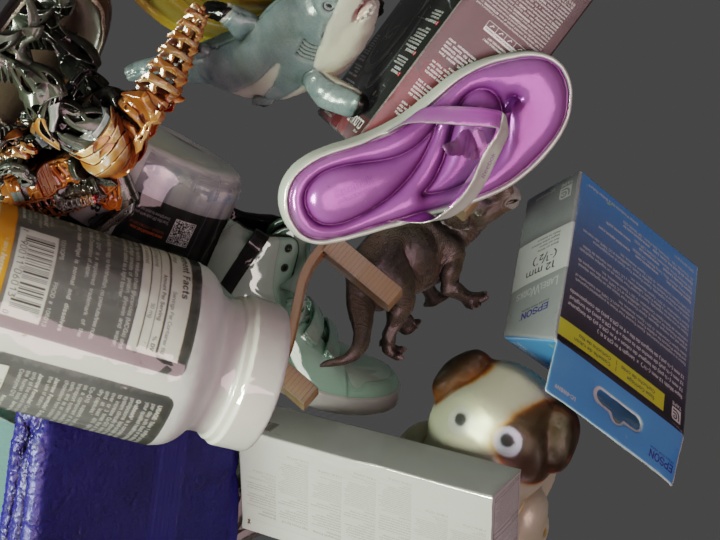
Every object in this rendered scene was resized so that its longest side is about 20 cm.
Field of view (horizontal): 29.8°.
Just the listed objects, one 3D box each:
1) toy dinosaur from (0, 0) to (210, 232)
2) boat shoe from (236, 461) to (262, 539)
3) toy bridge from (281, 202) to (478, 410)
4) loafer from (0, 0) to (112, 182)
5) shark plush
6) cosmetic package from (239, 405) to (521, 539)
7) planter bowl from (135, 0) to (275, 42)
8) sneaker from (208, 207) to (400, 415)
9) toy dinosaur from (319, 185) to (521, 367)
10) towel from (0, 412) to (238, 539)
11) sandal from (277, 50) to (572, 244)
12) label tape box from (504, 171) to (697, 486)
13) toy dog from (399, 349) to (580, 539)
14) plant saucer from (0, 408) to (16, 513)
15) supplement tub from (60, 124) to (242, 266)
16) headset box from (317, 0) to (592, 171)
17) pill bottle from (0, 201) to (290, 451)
[{"bbox_3d":[-0.171,-0.096,0.819,0.200,0.102,0.136,-41,103,2],"label":"toy dinosaur"},{"bbox_3d":[-0.111,0.177,1.036,0.201,0.065,0.075,-21,104,-7],"label":"boat shoe"},{"bbox_3d":[0.000,0.000,0.950,0.067,0.027,0.200,39,80,9],"label":"toy bridge"},{"bbox_3d":[-0.228,-0.108,0.894,0.073,0.071,0.201,30,97,-24],"label":"loafer"},{"bbox_3d":[-0.069,-0.160,0.891,0.083,0.199,0.091,41,61,-48],"label":"shark plush"},{"bbox_3d":[0.011,0.158,0.932,0.051,0.199,0.083,-28,124,-55],"label":"cosmetic package"},{"bbox_3d":[-0.070,-0.240,0.891,0.199,0.083,0.202,-6,110,-16],"label":"planter bowl"},{"bbox_3d":[-0.037,0.028,0.996,0.200,0.074,0.119,24,106,-21],"label":"sneaker"},{"bbox_3d":[0.032,-0.001,1.005,0.199,0.077,0.103,-32,111,-19],"label":"toy dinosaur"},{"bbox_3d":[-0.158,0.148,0.910,0.199,0.049,0.149,-1,101,-53],"label":"towel"},{"bbox_3d":[0.047,-0.067,0.839,0.202,0.050,0.083,-28,109,-3],"label":"sandal"},{"bbox_3d":[0.180,0.048,1.014,0.143,0.066,0.201,35,51,-25],"label":"label tape box"},{"bbox_3d":[0.101,0.146,1.008,0.194,0.139,0.200,-40,158,-19],"label":"toy dog"},{"bbox_3d":[-0.281,0.138,0.942,0.198,0.036,0.201,4,136,4],"label":"plant saucer"},{"bbox_3d":[-0.173,0.000,0.921,0.122,0.123,0.201,22,100,-23],"label":"supplement tub"},{"bbox_3d":[0.055,-0.140,0.925,0.077,0.149,0.200,35,95,-17],"label":"headset box"},{"bbox_3d":[-0.150,0.039,0.810,0.199,0.116,0.117,18,102,-20],"label":"pill bottle"}]
